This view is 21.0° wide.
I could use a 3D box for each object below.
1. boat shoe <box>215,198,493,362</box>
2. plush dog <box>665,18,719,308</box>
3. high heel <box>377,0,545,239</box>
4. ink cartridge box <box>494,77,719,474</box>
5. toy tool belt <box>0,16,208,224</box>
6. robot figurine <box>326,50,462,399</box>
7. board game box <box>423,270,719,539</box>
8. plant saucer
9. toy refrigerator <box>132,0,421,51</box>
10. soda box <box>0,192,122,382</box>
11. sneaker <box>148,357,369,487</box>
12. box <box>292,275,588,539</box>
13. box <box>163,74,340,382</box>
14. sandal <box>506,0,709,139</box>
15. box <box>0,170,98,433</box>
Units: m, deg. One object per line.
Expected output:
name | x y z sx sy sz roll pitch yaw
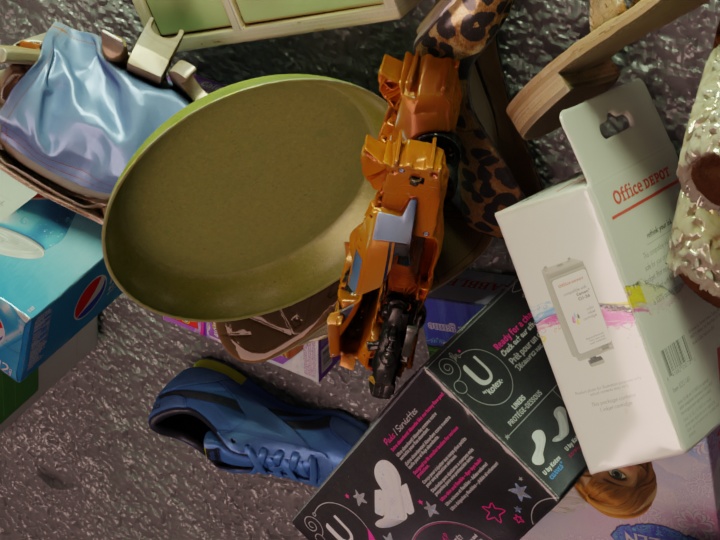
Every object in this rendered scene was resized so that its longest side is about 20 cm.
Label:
boat shoe | 0.000 0.000 1.278 0.199 0.065 0.072 -28 85 15
plush dog | 0.262 -0.065 1.028 0.171 0.161 0.200 13 158 11
high heel | 0.094 -0.104 1.153 0.142 0.071 0.200 36 140 1
ink cartridge box | 0.149 0.001 1.119 0.067 0.116 0.201 -17 95 36
toy tool belt | -0.139 -0.091 1.202 0.199 0.125 0.123 19 170 2
robot figurine | 0.020 -0.022 1.138 0.058 0.145 0.201 12 135 0
board game box | 0.147 0.102 1.282 0.199 0.041 0.200 7 125 33
plant saucer | -0.064 -0.048 1.177 0.201 0.199 0.031 107 147 -43
toy refrigerator | -0.053 -0.188 1.192 0.199 0.070 0.076 -2 121 38
soda box | -0.180 -0.019 1.262 0.068 0.200 0.064 33 136 13
sneaker | -0.065 0.133 1.440 0.199 0.078 0.066 22 130 20
box | 0.068 0.115 1.225 0.115 0.132 0.200 44 137 5
box | -0.077 -0.030 1.352 0.136 0.039 0.201 21 132 23
sandal | 0.144 -0.159 1.063 0.212 0.077 0.070 -41 74 37
box | -0.322 -0.006 1.456 0.199 0.171 0.200 23 133 20
